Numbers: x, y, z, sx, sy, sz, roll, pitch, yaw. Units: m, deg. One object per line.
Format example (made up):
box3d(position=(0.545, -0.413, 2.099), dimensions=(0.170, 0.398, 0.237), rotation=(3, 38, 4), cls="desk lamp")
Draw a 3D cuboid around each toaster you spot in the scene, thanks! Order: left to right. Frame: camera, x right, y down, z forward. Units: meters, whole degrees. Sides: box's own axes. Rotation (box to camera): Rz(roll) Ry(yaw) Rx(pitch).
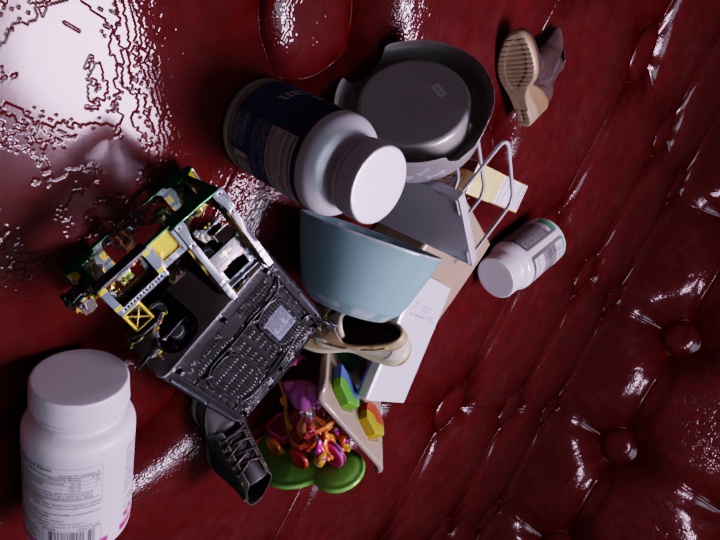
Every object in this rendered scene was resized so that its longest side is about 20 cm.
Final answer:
box3d(position=(-0.154, 0.069, 0.729), dimensions=(0.181, 0.118, 0.200), rotation=(-50, 145, -11), cls="toaster")

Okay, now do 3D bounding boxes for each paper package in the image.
box3d(position=(0.112, -0.032, 1.006), dimensions=(0.192, 0.103, 0.200), rotation=(-55, 147, -5), cls="paper package")

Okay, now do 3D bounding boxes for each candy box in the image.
box3d(position=(0.187, -0.156, 0.994), dimensions=(0.199, 0.115, 0.056), rotation=(5, 113, -53), cls="candy box")

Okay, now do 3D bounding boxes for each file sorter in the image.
box3d(position=(0.098, -0.128, 0.834), dimensions=(0.125, 0.199, 0.139), rotation=(-50, 145, -19), cls="file sorter")

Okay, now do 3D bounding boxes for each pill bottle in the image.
box3d(position=(-0.303, 0.195, 0.640), dimensions=(0.113, 0.113, 0.202), rotation=(-14, 127, -46), cls="pill bottle")
box3d(position=(-0.049, -0.127, 0.639), dimensions=(0.111, 0.199, 0.112), rotation=(-31, 138, -34), cls="pill bottle")
box3d(position=(0.355, -0.028, 1.309), dimensions=(0.199, 0.113, 0.114), rotation=(-31, 138, -34), cls="pill bottle")

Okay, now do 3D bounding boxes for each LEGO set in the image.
box3d(position=(-0.186, -0.002, 0.604), dimensions=(0.201, 0.153, 0.116), rotation=(-51, 129, -24), cls="LEGO set")

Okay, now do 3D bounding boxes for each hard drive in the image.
box3d(position=(0.071, 0.106, 0.924), dimensions=(0.132, 0.025, 0.202), rotation=(23, 90, -58), cls="hard drive")

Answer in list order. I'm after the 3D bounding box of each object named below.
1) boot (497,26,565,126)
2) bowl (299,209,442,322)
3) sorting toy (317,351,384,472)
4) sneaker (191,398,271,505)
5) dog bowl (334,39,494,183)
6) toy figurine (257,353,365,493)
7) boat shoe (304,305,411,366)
box3d(position=(0.308, -0.377, 1.045), dimensions=(0.167, 0.072, 0.201), rotation=(-59, 147, -22), cls="boot")
box3d(position=(0.000, 0.000, 0.789), dimensions=(0.200, 0.199, 0.106), rotation=(10, 100, -54), cls="bowl")
box3d(position=(-0.006, 0.183, 0.925), dimensions=(0.036, 0.186, 0.201), rotation=(-22, 122, 15), cls="sorting toy")
box3d(position=(-0.174, 0.239, 0.843), dimensions=(0.074, 0.106, 0.202), rotation=(-32, 138, -33), cls="sneaker")
box3d(position=(0.067, -0.198, 0.749), dimensions=(0.200, 0.199, 0.059), rotation=(-46, 157, -17), cls="dog bowl")
box3d(position=(-0.092, 0.213, 0.882), dimensions=(0.150, 0.198, 0.186), rotation=(-37, 129, -39), cls="toy figurine")
box3d(position=(-0.024, 0.079, 0.841), dimensions=(0.067, 0.197, 0.075), rotation=(80, 22, -56), cls="boat shoe")
